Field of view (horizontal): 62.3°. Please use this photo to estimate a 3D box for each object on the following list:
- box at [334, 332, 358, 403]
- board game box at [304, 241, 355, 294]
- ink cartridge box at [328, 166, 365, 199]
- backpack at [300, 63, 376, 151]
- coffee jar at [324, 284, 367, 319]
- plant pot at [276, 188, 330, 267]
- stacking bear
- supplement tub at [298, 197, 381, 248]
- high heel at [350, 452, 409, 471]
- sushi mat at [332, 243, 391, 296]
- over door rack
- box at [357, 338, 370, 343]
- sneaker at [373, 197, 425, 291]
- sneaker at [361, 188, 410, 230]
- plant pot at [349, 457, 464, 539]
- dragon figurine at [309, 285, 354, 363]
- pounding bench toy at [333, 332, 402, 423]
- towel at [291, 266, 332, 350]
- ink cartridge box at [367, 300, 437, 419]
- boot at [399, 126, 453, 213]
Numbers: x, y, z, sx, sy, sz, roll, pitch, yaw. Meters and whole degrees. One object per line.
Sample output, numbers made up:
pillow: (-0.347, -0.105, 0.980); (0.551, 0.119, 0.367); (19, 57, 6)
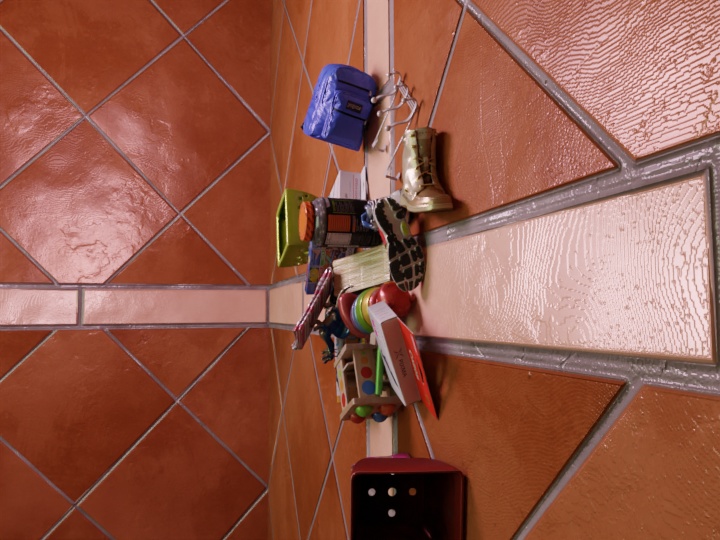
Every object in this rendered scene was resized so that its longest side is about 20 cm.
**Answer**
box: (-0.035, 0.243, 1.562); (0.119, 0.041, 0.203); (140, 127, -69)
board game box: (-0.085, -0.026, 1.716); (0.035, 0.133, 0.203); (-123, 38, -60)
ink cartridge box: (-0.042, -0.200, 1.682); (0.200, 0.066, 0.117); (122, 151, -60)
backpack: (-0.039, -0.428, 1.557); (0.168, 0.161, 0.203); (39, 114, 58)
coffee jar: (-0.039, 0.074, 1.628); (0.201, 0.084, 0.105); (115, 166, -53)
plant pot: (-0.170, -0.131, 1.927); (0.199, 0.179, 0.203); (129, 139, -65)
stacking bear: (0.046, 0.082, 1.331); (0.200, 0.120, 0.115); (-32, 65, 61)
supplement tub: (-0.050, -0.119, 1.489); (0.122, 0.197, 0.125); (-178, 90, -73)
high heel: (0.047, 0.437, 1.314); (0.200, 0.094, 0.068); (146, 123, -70)
sushi mat: (0.000, 0.000, 1.480); (0.198, 0.012, 0.097); (-18, 71, 42)
over door rack: (0.063, -0.327, 1.352); (0.149, 0.066, 0.202); (-107, 24, -47)
box: (0.010, 0.223, 1.548); (0.137, 0.039, 0.203); (-175, 86, -74)
sneaker: (0.083, -0.056, 1.250); (0.085, 0.076, 0.203); (89, 165, -88)
sneaker: (0.054, -0.130, 1.341); (0.200, 0.084, 0.078); (139, 129, -67)
plant pot: (0.072, 0.442, 1.102); (0.176, 0.197, 0.203); (-168, 79, -85)
dragon figurine: (-0.059, 0.133, 1.502); (0.201, 0.099, 0.059); (-56, 26, -4)
pounding bench toy: (0.028, 0.246, 1.342); (0.201, 0.122, 0.158); (117, 149, -56)
towel: (-0.124, 0.099, 1.542); (0.147, 0.030, 0.202); (103, -168, -62)
ink cartridge box: (0.081, 0.183, 1.188); (0.174, 0.043, 0.202); (-131, 22, -67)
boot: (0.123, -0.192, 1.132); (0.200, 0.072, 0.158); (-130, 40, -73)
